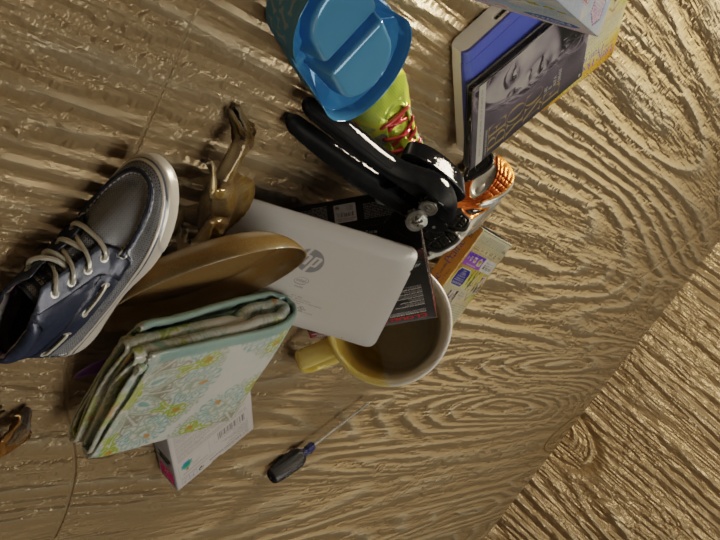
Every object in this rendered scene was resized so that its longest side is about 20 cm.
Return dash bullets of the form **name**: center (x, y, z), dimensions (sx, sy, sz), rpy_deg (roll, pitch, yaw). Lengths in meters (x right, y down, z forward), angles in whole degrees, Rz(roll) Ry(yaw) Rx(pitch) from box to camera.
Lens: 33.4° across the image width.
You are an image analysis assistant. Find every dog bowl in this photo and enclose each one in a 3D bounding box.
- **dog bowl**: center (-0.020, -0.209, 1.036), dimensions (0.112, 0.050, 0.200), rpy_deg (-48, 156, -5)

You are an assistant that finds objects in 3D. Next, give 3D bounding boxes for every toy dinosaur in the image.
- **toy dinosaur**: center (-0.344, 0.161, 1.010), dimensions (0.199, 0.060, 0.107), rpy_deg (-22, 147, -47)
- **toy dinosaur**: center (-0.135, -0.046, 1.067), dimensions (0.101, 0.058, 0.201), rpy_deg (-22, 143, -44)

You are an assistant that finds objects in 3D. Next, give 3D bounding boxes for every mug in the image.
- **mug**: center (0.023, 0.066, 1.477), dimensions (0.153, 0.185, 0.151), rpy_deg (46, 54, -81)

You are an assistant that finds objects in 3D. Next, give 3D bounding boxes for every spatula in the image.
- **spatula**: center (-0.192, 0.062, 1.176), dimensions (0.056, 0.021, 0.199), rpy_deg (-33, 180, 45)

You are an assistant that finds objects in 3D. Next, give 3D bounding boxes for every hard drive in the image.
- **hard drive**: center (0.158, -0.231, 1.364), dimensions (0.132, 0.025, 0.200), rpy_deg (-44, 157, -15)

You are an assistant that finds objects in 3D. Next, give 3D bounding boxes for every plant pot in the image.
- **plant pot**: center (-0.145, 0.008, 1.080), dimensions (0.198, 0.028, 0.200), rpy_deg (-21, 171, -4)

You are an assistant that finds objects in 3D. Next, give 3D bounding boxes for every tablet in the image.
- **tablet**: center (-0.056, 0.003, 1.175), dimensions (0.014, 0.198, 0.131), rpy_deg (-95, -155, -54)

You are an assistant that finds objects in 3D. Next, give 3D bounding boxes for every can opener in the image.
- **can opener**: center (0.014, -0.098, 1.143), dimensions (0.199, 0.079, 0.063), rpy_deg (26, 126, -22)

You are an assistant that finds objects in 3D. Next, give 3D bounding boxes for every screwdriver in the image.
- **screwdriver**: center (-0.056, 0.237, 1.710), dimensions (0.200, 0.028, 0.029), rpy_deg (-38, 127, -30)

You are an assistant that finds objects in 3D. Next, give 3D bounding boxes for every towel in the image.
- **towel**: center (-0.169, 0.100, 1.154), dimensions (0.199, 0.048, 0.172), rpy_deg (-10, 147, -44)

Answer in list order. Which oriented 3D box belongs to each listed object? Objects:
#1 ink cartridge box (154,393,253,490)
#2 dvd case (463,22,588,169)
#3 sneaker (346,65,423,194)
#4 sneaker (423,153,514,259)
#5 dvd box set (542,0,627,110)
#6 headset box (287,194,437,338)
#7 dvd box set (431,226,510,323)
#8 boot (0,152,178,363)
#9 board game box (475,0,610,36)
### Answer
- **ink cartridge box**: center (-0.177, 0.157, 1.338), dimensions (0.119, 0.042, 0.201), rpy_deg (-39, 157, -24)
- **dvd case**: center (0.194, -0.219, 1.387), dimensions (0.200, 0.016, 0.149), rpy_deg (-40, 155, -18)
- **sneaker**: center (0.035, -0.132, 1.207), dimensions (0.078, 0.090, 0.201), rpy_deg (-40, 155, -18)
- **sneaker**: center (0.112, -0.058, 1.497), dimensions (0.199, 0.076, 0.092), rpy_deg (-36, 161, -23)
- **dvd box set**: center (0.271, -0.303, 1.450), dimensions (0.146, 0.029, 0.201), rpy_deg (-39, 155, -23)
- **headset box**: center (0.000, 0.000, 1.281), dimensions (0.147, 0.078, 0.200), rpy_deg (-9, 153, 4)
- **dvd box set**: center (0.125, 0.027, 1.681), dimensions (0.201, 0.029, 0.146), rpy_deg (-55, 157, 8)
- **boot**: center (-0.222, -0.005, 0.953), dimensions (0.201, 0.073, 0.090), rpy_deg (-57, 162, 20)
- **board game box**: center (0.082, -0.254, 0.961), dimensions (0.199, 0.199, 0.042), rpy_deg (7, 104, -64)
